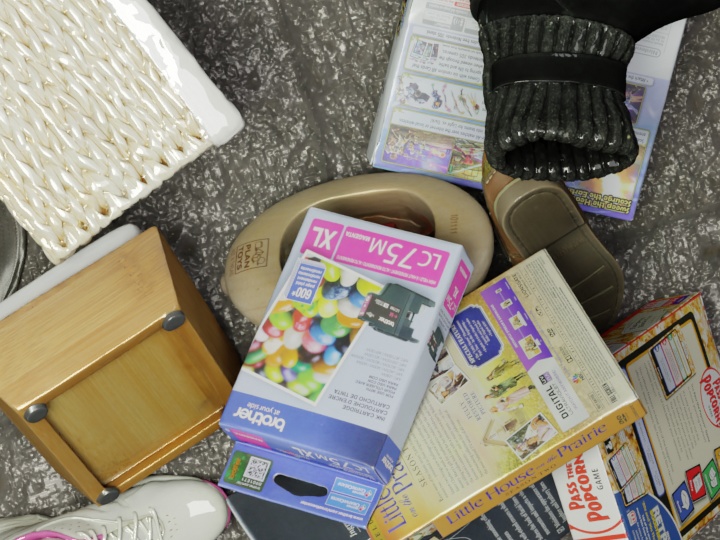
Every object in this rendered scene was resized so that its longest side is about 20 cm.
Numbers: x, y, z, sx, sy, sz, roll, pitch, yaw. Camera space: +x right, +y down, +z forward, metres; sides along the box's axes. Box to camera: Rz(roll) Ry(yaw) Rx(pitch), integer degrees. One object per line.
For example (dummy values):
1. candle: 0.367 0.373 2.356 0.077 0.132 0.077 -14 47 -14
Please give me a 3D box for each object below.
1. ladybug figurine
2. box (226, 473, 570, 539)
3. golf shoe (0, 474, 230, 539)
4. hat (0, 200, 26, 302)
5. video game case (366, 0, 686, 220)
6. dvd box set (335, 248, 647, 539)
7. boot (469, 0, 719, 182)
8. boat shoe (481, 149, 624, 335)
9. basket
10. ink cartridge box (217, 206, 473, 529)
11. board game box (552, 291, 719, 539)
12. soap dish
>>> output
1. ladybug figurine: 0.000 0.000 1.697 0.199 0.072 0.136 -6 55 13
2. box: 0.034 0.168 1.687 0.200 0.107 0.149 -37 140 -3
3. golf shoe: -0.186 0.199 1.702 0.199 0.092 0.076 -16 97 -7
4. hat: -0.332 -0.007 1.666 0.200 0.081 0.201 -1 95 -7
5. video game case: 0.121 -0.145 1.719 0.199 0.045 0.182 12 104 -9
6. dvd box set: 0.073 0.091 1.603 0.200 0.146 0.029 -32 140 2
7. boot: 0.177 -0.146 1.618 0.210 0.079 0.158 -13 57 5
8. boat shoe: 0.136 -0.023 1.706 0.072 0.068 0.200 -26 141 -2
9. basket: -0.198 -0.125 1.612 0.161 0.198 0.200 -40 97 -2
10. ink cartridge box: -0.015 0.063 1.602 0.119 0.042 0.200 15 73 23
11. board game box: 0.204 0.117 1.703 0.046 0.200 0.152 -13 99 36
12. soap dish: -0.168 0.070 1.642 0.157 0.200 0.081 -33 59 -4
